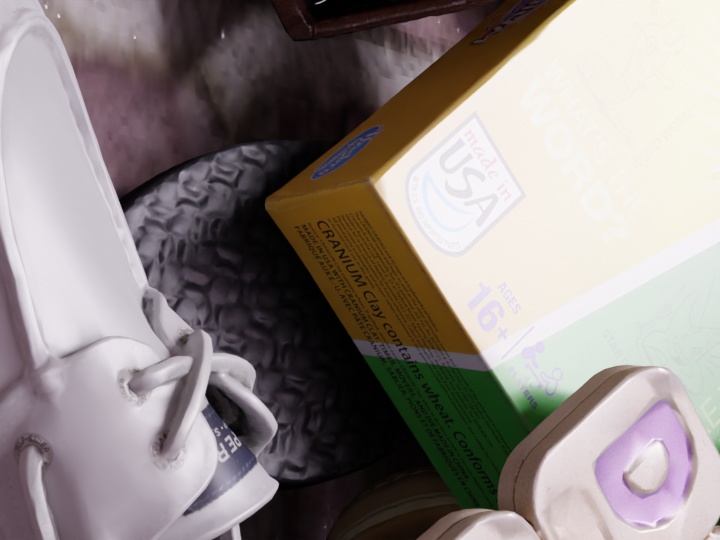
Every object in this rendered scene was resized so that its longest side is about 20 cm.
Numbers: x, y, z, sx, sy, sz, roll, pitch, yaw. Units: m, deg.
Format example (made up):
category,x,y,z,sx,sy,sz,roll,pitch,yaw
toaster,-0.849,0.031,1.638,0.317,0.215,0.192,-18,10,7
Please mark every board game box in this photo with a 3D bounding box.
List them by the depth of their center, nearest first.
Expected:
category,x,y,z,sx,sy,sz,roll,pitch,yaw
board game box,0.092,-0.012,0.685,0.200,0.040,0.153,-43,107,-31

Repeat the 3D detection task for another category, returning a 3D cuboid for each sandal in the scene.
category,x,y,z,sx,sy,sz,roll,pitch,yaw
sandal,0.000,0.000,0.684,0.200,0.045,0.075,-25,95,-49

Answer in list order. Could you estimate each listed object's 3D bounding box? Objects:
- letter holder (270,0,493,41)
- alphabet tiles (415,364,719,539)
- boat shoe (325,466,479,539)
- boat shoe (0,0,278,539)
category,x,y,z,sx,sy,sz,roll,pitch,yaw
letter holder,0.072,-0.145,0.648,0.200,0.142,0.101,-36,109,-31
alphabet tiles,0.071,0.125,0.619,0.196,0.015,0.200,-40,111,-31
boat shoe,0.028,0.117,0.733,0.066,0.074,0.200,-104,179,-52
boat shoe,-0.046,0.036,0.565,0.074,0.065,0.201,-43,126,-60
